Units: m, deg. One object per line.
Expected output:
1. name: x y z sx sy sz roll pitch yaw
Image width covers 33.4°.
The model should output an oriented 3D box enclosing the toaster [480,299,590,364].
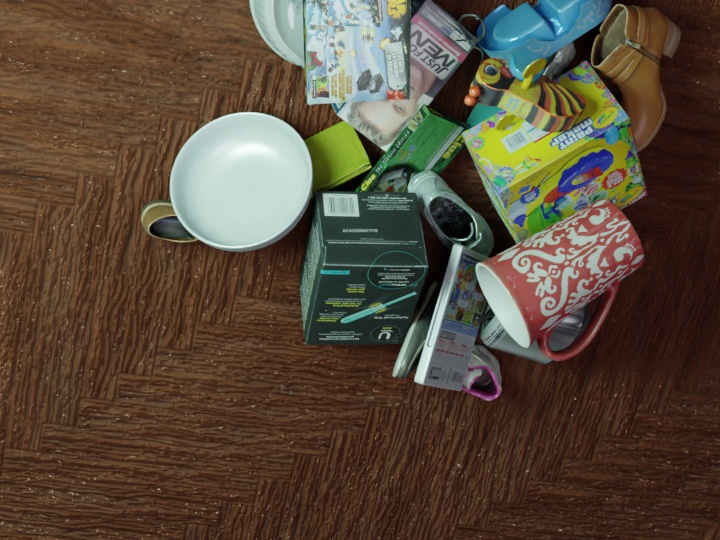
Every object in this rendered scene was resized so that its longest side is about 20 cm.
1. toaster: 0.258 0.058 1.775 0.128 0.115 0.200 12 155 -10

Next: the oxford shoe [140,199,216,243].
1. oxford shoe: -0.208 -0.062 1.694 0.198 0.071 0.072 -3 111 -11

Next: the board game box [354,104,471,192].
1. board game box: 0.065 -0.139 1.696 0.104 0.024 0.200 17 121 -44

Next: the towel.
1. towel: -0.089 -0.137 1.682 0.199 0.018 0.087 -26 71 0

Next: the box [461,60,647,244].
1. box: 0.274 -0.148 1.677 0.199 0.123 0.193 -30 145 4

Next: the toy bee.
1. toy bee: 0.187 -0.233 1.564 0.109 0.199 0.132 -47 149 -34

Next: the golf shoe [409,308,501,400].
1. golf shoe: 0.143 0.129 1.829 0.199 0.092 0.076 33 106 -20

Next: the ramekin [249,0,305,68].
1. ramekin: -0.045 -0.355 1.577 0.198 0.105 0.202 -4 114 -9

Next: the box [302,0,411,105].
1. box: -0.005 -0.315 1.523 0.135 0.040 0.202 -3 113 -8

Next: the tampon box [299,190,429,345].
1. tampon box: 0.000 0.000 1.684 0.148 0.127 0.201 1 145 -10

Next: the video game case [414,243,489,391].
1. video game case: 0.140 0.071 1.734 0.143 0.018 0.202 19 88 -61

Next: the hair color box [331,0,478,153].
1. hair color box: 0.061 -0.273 1.657 0.100 0.061 0.200 34 104 -21

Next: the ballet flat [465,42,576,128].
1. ballet flat: 0.234 -0.252 1.699 0.072 0.072 0.200 37 104 -22

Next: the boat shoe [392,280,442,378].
1. boat shoe: 0.102 0.089 1.748 0.057 0.201 0.067 24 132 4

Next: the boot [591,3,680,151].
1. boot: 0.369 -0.269 1.674 0.154 0.073 0.202 2 104 -49

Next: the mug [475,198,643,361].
1. mug: 0.280 0.010 1.656 0.199 0.134 0.178 -31 138 -8

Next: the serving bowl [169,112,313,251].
1. serving bowl: -0.156 -0.113 1.641 0.199 0.201 0.066 -25 157 1

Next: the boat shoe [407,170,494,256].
1. boat shoe: 0.138 -0.063 1.735 0.070 0.072 0.201 -39 132 10

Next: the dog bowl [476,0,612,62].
1. dog bowl: 0.256 -0.345 1.639 0.199 0.112 0.050 -33 128 5
